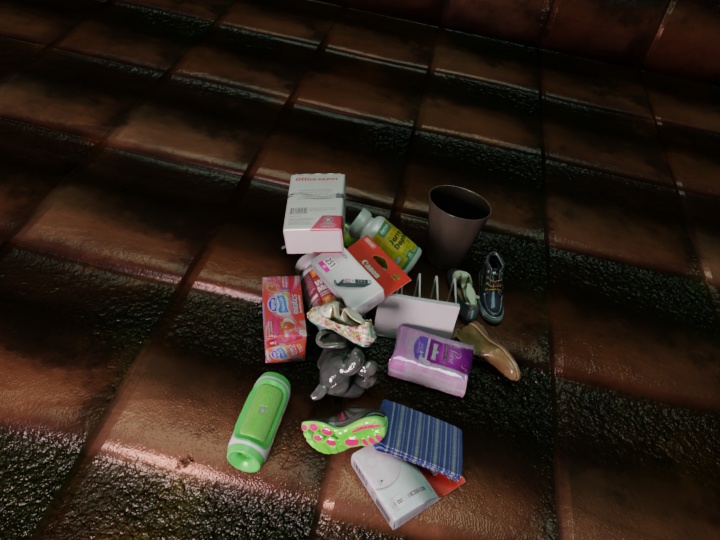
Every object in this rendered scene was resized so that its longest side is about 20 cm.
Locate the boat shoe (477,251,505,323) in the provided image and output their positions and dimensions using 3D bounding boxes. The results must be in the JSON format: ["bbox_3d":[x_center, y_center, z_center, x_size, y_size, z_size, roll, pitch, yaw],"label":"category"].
[{"bbox_3d":[0.358,0.042,1.688,0.069,0.092,0.203,6,44,-3],"label":"boat shoe"}]

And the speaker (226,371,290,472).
[{"bbox_3d":[-0.211,0.315,1.308,0.086,0.090,0.202,14,44,5],"label":"speaker"}]

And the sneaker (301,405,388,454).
[{"bbox_3d":[-0.031,0.333,1.312,0.195,0.079,0.084,-8,13,18],"label":"sneaker"}]

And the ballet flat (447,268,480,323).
[{"bbox_3d":[0.284,0.049,1.685,0.071,0.074,0.203,1,44,-9],"label":"ballet flat"}]

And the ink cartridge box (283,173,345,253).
[{"bbox_3d":[-0.109,-0.144,1.544,0.141,0.085,0.203,-1,48,3],"label":"ink cartridge box"}]

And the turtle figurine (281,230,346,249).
[{"bbox_3d":[-0.109,-0.090,1.670,0.141,0.203,0.195,21,18,-19],"label":"turtle figurine"}]

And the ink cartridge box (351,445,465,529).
[{"bbox_3d":[0.101,0.413,1.292,0.197,0.058,0.163,-24,52,-24],"label":"ink cartridge box"}]

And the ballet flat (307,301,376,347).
[{"bbox_3d":[-0.042,0.108,1.412,0.197,0.065,0.075,21,33,33],"label":"ballet flat"}]

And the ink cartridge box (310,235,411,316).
[{"bbox_3d":[0.000,0.000,1.506,0.172,0.044,0.200,-33,53,-14],"label":"ink cartridge box"}]

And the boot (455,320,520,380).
[{"bbox_3d":[0.311,0.210,1.529,0.074,0.075,0.200,-24,43,-21],"label":"boot"}]

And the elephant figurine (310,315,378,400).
[{"bbox_3d":[-0.048,0.190,1.447,0.153,0.142,0.202,20,28,-39],"label":"elephant figurine"}]

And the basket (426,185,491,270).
[{"bbox_3d":[0.260,-0.112,1.749,0.177,0.203,0.137,20,44,13],"label":"basket"}]

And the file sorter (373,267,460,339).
[{"bbox_3d":[0.138,0.087,1.570,0.195,0.141,0.126,8,40,-1],"label":"file sorter"}]

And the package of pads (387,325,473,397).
[{"bbox_3d":[0.168,0.216,1.486,0.195,0.077,0.122,16,46,6],"label":"package of pads"}]

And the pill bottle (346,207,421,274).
[{"bbox_3d":[0.061,-0.074,1.691,0.199,0.113,0.113,39,45,-4],"label":"pill bottle"}]

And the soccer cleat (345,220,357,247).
[{"bbox_3d":[-0.004,-0.099,1.790,0.196,0.069,0.081,22,27,-3],"label":"soccer cleat"}]

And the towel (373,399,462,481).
[{"bbox_3d":[0.127,0.362,1.335,0.196,0.024,0.146,22,32,-3],"label":"towel"}]

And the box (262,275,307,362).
[{"bbox_3d":[-0.187,0.115,1.509,0.097,0.097,0.203,-2,45,-10],"label":"box"}]

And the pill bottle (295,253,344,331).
[{"bbox_3d":[-0.095,0.052,1.582,0.107,0.111,0.202,-11,47,-21],"label":"pill bottle"}]
